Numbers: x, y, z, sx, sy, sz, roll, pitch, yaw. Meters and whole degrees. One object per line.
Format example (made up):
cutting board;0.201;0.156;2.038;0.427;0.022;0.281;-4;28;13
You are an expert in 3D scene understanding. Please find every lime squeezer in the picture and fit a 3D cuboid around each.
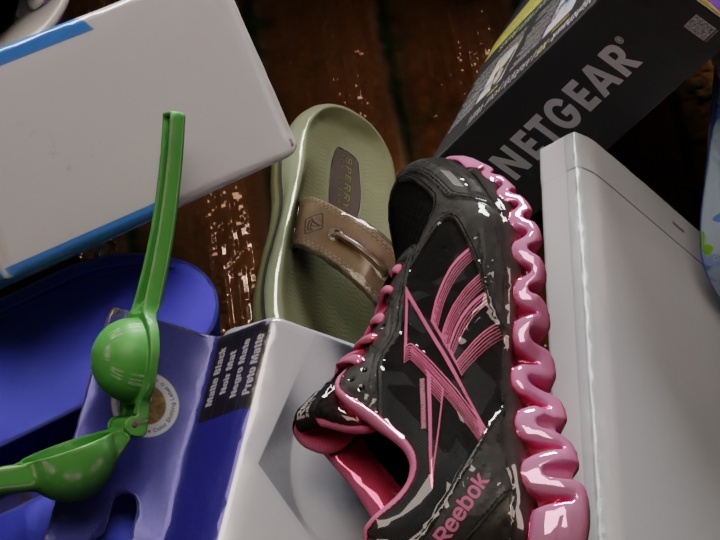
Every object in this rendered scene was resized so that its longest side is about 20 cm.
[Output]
lime squeezer;-0.106;0.037;1.062;0.071;0.038;0.200;39;73;-1

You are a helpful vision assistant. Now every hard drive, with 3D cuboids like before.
hard drive;0.120;0.057;1.127;0.027;0.132;0.201;-28;43;30

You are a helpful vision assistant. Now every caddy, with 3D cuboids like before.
caddy;-0.116;0.085;1.146;0.199;0.105;0.142;-26;74;-20

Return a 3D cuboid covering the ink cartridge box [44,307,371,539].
ink cartridge box;-0.019;0.122;1.068;0.199;0.041;0.201;18;65;-10

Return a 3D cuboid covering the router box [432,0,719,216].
router box;0.118;-0.123;1.228;0.052;0.200;0.158;35;57;-8

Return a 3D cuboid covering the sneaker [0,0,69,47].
sneaker;-0.152;-0.156;1.336;0.114;0.073;0.201;-18;44;50

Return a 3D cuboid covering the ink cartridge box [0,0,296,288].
ink cartridge box;-0.144;-0.039;1.171;0.146;0.200;0.085;-27;95;-35

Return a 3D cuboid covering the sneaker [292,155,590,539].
sneaker;0.021;0.038;1.051;0.095;0.079;0.201;1;50;-12

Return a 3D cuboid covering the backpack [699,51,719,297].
backpack;0.213;-0.053;1.192;0.153;0.163;0.201;-22;46;17

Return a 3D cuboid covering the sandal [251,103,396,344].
sandal;-0.001;-0.001;1.208;0.057;0.080;0.202;-32;42;30
